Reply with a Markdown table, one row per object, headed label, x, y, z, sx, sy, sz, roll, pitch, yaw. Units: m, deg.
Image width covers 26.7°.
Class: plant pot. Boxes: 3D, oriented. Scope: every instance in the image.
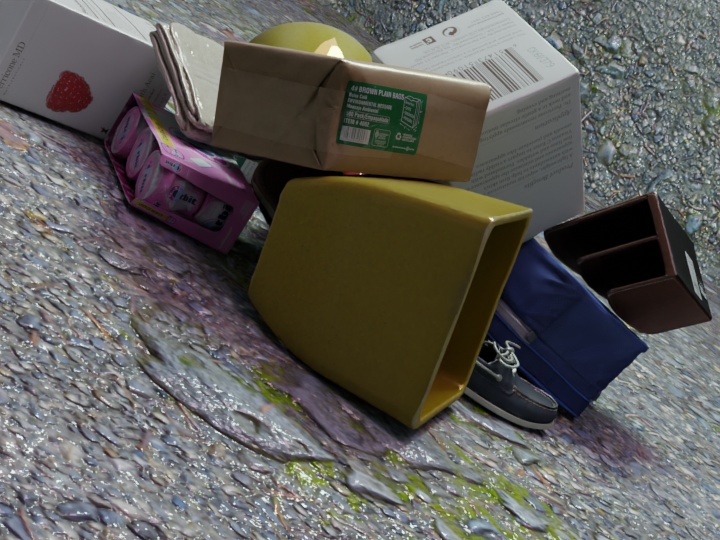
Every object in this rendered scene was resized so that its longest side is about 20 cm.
| label | x | y | z | sx | sy | sz | roll | pitch | yaw |
| --- | --- | --- | --- | --- | --- | --- | --- | --- | --- |
| plant pot | -0.073 | -0.199 | 1.957 | 0.200 | 0.200 | 0.142 | 27 | 34 | -21 |
| plant pot | 0.017 | 0.002 | 1.381 | 0.200 | 0.196 | 0.194 | 23 | 11 | 14 |

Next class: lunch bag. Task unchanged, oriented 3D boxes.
| label | x | y | z | sx | sy | sz | roll | pitch | yaw |
| --- | --- | --- | --- | --- | --- | --- | --- | --- | --- |
| lunch bag | 0.201 | 0.064 | 1.673 | 0.200 | 0.132 | 0.136 | 39 | 7 | -35 |

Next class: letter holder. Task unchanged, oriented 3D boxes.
| label | x | y | z | sx | sy | sz | roll | pitch | yaw |
| --- | --- | --- | --- | --- | --- | --- | --- | --- | --- |
| letter holder | 0.300 | 0.006 | 1.715 | 0.200 | 0.142 | 0.101 | 34 | 43 | -62 |

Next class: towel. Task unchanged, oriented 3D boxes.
| label | x | y | z | sx | sy | sz | roll | pitch | yaw |
| --- | --- | --- | --- | --- | --- | --- | --- | --- | --- |
| towel | -0.149 | -0.182 | 1.601 | 0.200 | 0.034 | 0.133 | 19 | 48 | -61 |

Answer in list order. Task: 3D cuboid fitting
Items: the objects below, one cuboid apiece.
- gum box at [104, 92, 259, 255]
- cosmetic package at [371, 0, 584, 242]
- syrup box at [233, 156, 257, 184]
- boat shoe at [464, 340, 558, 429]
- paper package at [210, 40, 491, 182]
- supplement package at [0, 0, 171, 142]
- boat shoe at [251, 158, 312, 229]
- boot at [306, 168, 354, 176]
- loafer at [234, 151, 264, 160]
| label | x | y | z | sx | sy | sz | roll | pitch | yaw |
| --- | --- | --- | --- | --- | --- | --- | --- | --- | --- |
| gum box | -0.183 | -0.099 | 1.539 | 0.113 | 0.066 | 0.200 | 27 | 13 | -27 |
| cosmetic package | 0.128 | -0.146 | 1.626 | 0.165 | 0.165 | 0.200 | 53 | -20 | 42 |
| syrup box | -0.129 | -0.153 | 1.843 | 0.200 | 0.079 | 0.081 | 29 | 14 | -14 |
| boat shoe | 0.124 | 0.096 | 1.539 | 0.200 | 0.062 | 0.075 | 30 | 11 | -12 |
| paper package | -0.011 | -0.150 | 1.441 | 0.200 | 0.104 | 0.191 | 3 | 9 | -43 |
| supplement package | -0.308 | -0.228 | 1.608 | 0.200 | 0.121 | 0.120 | 20 | 18 | -42 |
| boat shoe | -0.040 | -0.024 | 1.528 | 0.202 | 0.075 | 0.075 | 59 | -21 | 5 |
| boot | -0.043 | -0.139 | 1.711 | 0.144 | 0.072 | 0.200 | 29 | 29 | -48 |
| loafer | -0.053 | -0.153 | 1.586 | 0.200 | 0.070 | 0.075 | -9 | 7 | -42 |
